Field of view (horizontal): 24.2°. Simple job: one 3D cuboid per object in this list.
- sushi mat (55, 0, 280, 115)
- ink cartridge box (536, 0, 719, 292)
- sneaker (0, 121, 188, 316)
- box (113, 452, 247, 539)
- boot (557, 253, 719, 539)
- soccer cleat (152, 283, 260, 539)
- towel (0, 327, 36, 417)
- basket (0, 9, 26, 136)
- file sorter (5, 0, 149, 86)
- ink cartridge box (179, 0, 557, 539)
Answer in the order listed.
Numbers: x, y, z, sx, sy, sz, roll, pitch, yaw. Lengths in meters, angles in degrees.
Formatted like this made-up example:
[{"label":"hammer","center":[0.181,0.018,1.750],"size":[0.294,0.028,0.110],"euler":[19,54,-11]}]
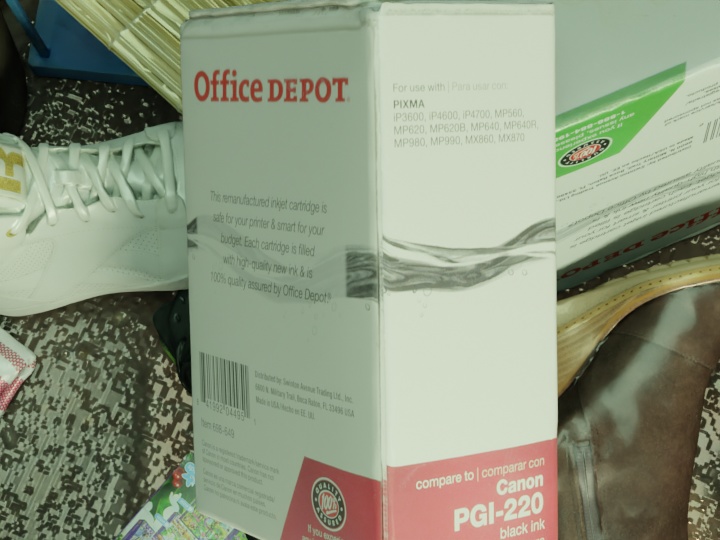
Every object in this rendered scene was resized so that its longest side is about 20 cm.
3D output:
[{"label":"sushi mat","center":[-0.078,-0.131,0.729],"size":[0.200,0.012,0.096],"euler":[41,84,9]},{"label":"ink cartridge box","center":[0.113,-0.073,0.730],"size":[0.146,0.200,0.083],"euler":[-23,70,-3]},{"label":"sneaker","center":[-0.124,-0.032,0.741],"size":[0.199,0.115,0.074],"euler":[-19,69,22]},{"label":"box","center":[-0.047,0.198,0.747],"size":[0.200,0.039,0.137],"euler":[40,80,13]},{"label":"boot","center":[0.131,0.087,0.765],"size":[0.199,0.072,0.167],"euler":[-17,86,-2]},{"label":"soccer cleat","center":[-0.052,0.046,0.773],"size":[0.081,0.068,0.201],"euler":[-14,58,16]},{"label":"towel","center":[-0.266,0.081,0.799],"size":[0.146,0.030,0.200],"euler":[33,79,11]},{"label":"basket","center":[-0.232,-0.111,0.759],"size":[0.179,0.200,0.137],"euler":[11,77,10]},{"label":"file sorter","center":[-0.064,-0.172,0.808],"size":[0.199,0.123,0.140],"euler":[6,74,6]},{"label":"ink cartridge box","center":[0.000,0.000,0.630],"size":[0.084,0.145,0.201],"euler":[-7,99,-32]}]
